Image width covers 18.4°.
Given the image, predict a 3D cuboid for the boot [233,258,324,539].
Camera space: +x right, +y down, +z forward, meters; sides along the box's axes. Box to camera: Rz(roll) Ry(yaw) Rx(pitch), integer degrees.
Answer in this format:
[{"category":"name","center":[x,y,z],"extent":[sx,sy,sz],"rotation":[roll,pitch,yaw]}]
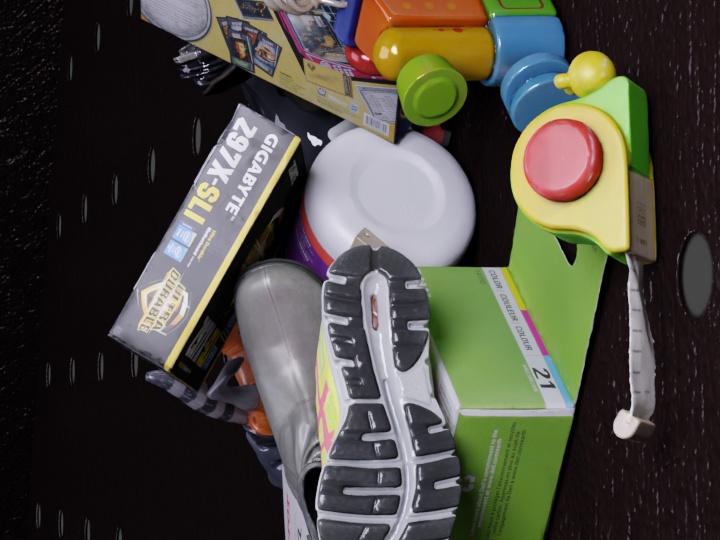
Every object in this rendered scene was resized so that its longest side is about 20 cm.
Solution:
[{"category":"boot","center":[-0.022,0.098,1.306],"extent":[0.131,0.067,0.202],"rotation":[-95,-13,-76]}]

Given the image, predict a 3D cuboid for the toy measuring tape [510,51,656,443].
[{"category":"toy measuring tape","center":[0.111,-0.012,1.120],"extent":[0.074,0.073,0.202],"rotation":[141,131,-70]}]

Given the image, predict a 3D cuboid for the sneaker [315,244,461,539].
[{"category":"sneaker","center":[0.011,0.094,1.231],"extent":[0.090,0.077,0.202],"rotation":[111,160,-71]}]

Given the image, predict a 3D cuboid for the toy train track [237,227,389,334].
[{"category":"toy train track","center":[-0.013,0.036,1.395],"extent":[0.114,0.033,0.201],"rotation":[39,142,11]}]

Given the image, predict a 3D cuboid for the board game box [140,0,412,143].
[{"category":"board game box","center":[-0.049,-0.176,1.385],"extent":[0.035,0.199,0.136],"rotation":[-49,-23,-36]}]

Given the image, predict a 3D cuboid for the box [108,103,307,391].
[{"category":"box","center":[-0.090,-0.009,1.398],"extent":[0.161,0.049,0.200],"rotation":[-59,-4,-6]}]

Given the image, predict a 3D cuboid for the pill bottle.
[{"category":"pill bottle","center":[0.000,0.000,1.466],"extent":[0.200,0.111,0.113],"rotation":[114,152,-57]}]

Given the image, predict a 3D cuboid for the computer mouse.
[{"category":"computer mouse","center":[-0.051,-0.140,1.657],"extent":[0.200,0.137,0.053],"rotation":[-123,21,-48]}]

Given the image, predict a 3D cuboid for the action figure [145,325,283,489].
[{"category":"action figure","center":[-0.071,0.093,1.617],"extent":[0.194,0.104,0.200],"rotation":[51,175,-35]}]

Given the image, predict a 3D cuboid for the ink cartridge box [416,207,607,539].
[{"category":"ink cartridge box","center":[0.070,0.036,1.271],"extent":[0.148,0.075,0.202],"rotation":[-112,26,-55]}]

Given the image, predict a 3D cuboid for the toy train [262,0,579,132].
[{"category":"toy train","center":[0.021,-0.124,1.237],"extent":[0.116,0.198,0.085],"rotation":[-112,27,-45]}]

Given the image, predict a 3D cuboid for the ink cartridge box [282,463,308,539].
[{"category":"ink cartridge box","center":[0.009,0.229,1.437],"extent":[0.200,0.083,0.147],"rotation":[-117,22,-59]}]

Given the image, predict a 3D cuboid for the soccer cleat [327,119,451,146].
[{"category":"soccer cleat","center":[0.022,-0.169,1.445],"extent":[0.069,0.084,0.202],"rotation":[-133,46,-69]}]

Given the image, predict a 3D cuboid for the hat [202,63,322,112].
[{"category":"hat","center":[-0.013,-0.165,1.546],"extent":[0.081,0.200,0.201],"rotation":[47,159,0]}]
